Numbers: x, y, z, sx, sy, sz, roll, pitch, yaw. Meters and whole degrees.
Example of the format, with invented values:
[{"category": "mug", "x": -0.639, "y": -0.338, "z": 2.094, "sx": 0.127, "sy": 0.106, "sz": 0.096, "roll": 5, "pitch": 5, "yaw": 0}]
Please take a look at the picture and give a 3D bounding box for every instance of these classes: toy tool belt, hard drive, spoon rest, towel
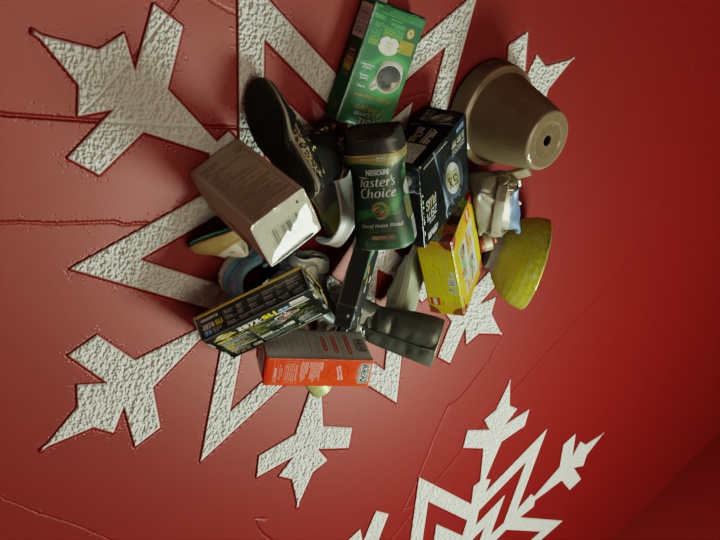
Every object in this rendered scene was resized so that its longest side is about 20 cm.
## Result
[{"category": "toy tool belt", "x": 0.286, "y": -0.122, "z": 1.694, "sx": 0.121, "sy": 0.126, "sz": 0.202, "roll": -15, "pitch": 139, "yaw": 2}, {"category": "hard drive", "x": 0.000, "y": 0.000, "z": 1.530, "sx": 0.140, "sy": 0.037, "sz": 0.204, "roll": -15, "pitch": 121, "yaw": -83}, {"category": "spoon rest", "x": -0.018, "y": -0.129, "z": 1.459, "sx": 0.098, "sy": 0.061, "sz": 0.203, "roll": 10, "pitch": 110, "yaw": -32}, {"category": "towel", "x": -0.006, "y": -0.160, "z": 1.515, "sx": 0.199, "sy": 0.023, "sz": 0.145, "roll": -39, "pitch": 135, "yaw": -16}]

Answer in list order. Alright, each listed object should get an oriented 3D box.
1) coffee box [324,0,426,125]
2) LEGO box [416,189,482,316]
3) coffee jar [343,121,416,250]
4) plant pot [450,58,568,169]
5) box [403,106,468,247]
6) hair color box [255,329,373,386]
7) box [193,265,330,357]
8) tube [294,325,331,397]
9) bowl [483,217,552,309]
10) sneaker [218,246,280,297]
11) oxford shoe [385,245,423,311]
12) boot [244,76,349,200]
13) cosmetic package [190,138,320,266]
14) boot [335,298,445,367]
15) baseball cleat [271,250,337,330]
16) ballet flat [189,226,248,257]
[{"category": "coffee box", "x": 0.024, "y": -0.339, "z": 1.409, "sx": 0.121, "sy": 0.044, "sz": 0.203, "roll": 3, "pitch": 114, "yaw": -42}, {"category": "LEGO box", "x": 0.177, "y": -0.036, "z": 1.672, "sx": 0.202, "sy": 0.076, "sz": 0.150, "roll": 74, "pitch": 31, "yaw": -41}, {"category": "coffee jar", "x": 0.031, "y": -0.139, "z": 1.379, "sx": 0.086, "sy": 0.102, "sz": 0.204, "roll": -64, "pitch": 148, "yaw": -64}, {"category": "plant pot", "x": 0.292, "y": -0.277, "z": 1.594, "sx": 0.198, "sy": 0.174, "sz": 0.204, "roll": -21, "pitch": 128, "yaw": -30}, {"category": "box", "x": 0.117, "y": -0.170, "z": 1.517, "sx": 0.200, "sy": 0.085, "sz": 0.166, "roll": -50, "pitch": 144, "yaw": -41}, {"category": "hair color box", "x": -0.084, "y": 0.158, "z": 1.535, "sx": 0.196, "sy": 0.102, "sz": 0.062, "roll": 3, "pitch": 117, "yaw": -17}, {"category": "box", "x": -0.159, "y": 0.073, "z": 1.418, "sx": 0.197, "sy": 0.050, "sz": 0.160, "roll": -26, "pitch": 160, "yaw": 4}, {"category": "tube", "x": -0.113, "y": 0.164, "z": 1.613, "sx": 0.058, "sy": 0.051, "sz": 0.202, "roll": -61, "pitch": 140, "yaw": -35}, {"category": "bowl", "x": 0.325, "y": -0.029, "z": 1.814, "sx": 0.106, "sy": 0.201, "sz": 0.203, "roll": 17, "pitch": 110, "yaw": -1}, {"category": "sneaker", "x": -0.152, "y": -0.032, "z": 1.418, "sx": 0.078, "sy": 0.090, "sz": 0.202, "roll": 28, "pitch": 96, "yaw": -47}, {"category": "oxford shoe", "x": 0.097, "y": 0.005, "z": 1.693, "sx": 0.075, "sy": 0.057, "sz": 0.204, "roll": 22, "pitch": 86, "yaw": -49}, {"category": "boot", "x": -0.095, "y": -0.215, "z": 1.347, "sx": 0.073, "sy": 0.202, "sz": 0.150, "roll": -29, "pitch": -179, "yaw": 31}, {"category": "cosmetic package", "x": -0.161, "y": -0.106, "z": 1.282, "sx": 0.103, "sy": 0.200, "sz": 0.088, "roll": -37, "pitch": 136, "yaw": -13}, {"category": "boot", "x": 0.048, "y": 0.145, "z": 1.650, "sx": 0.197, "sy": 0.073, "sz": 0.184, "roll": 19, "pitch": 110, "yaw": -10}, {"category": "baseball cleat", "x": -0.074, "y": 0.032, "z": 1.544, "sx": 0.107, "sy": 0.070, "sz": 0.200, "roll": -51, "pitch": 138, "yaw": 1}, {"category": "ballet flat", "x": -0.176, "y": -0.056, "z": 1.355, "sx": 0.197, "sy": 0.069, "sz": 0.064, "roll": -24, "pitch": 94, "yaw": 1}]
